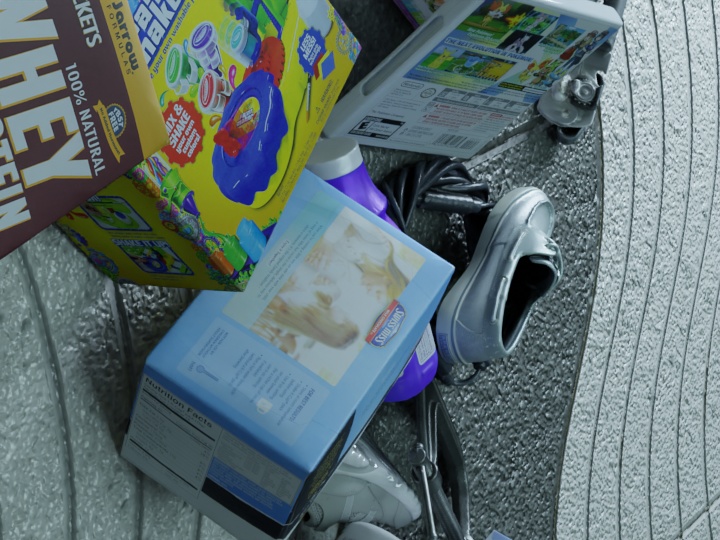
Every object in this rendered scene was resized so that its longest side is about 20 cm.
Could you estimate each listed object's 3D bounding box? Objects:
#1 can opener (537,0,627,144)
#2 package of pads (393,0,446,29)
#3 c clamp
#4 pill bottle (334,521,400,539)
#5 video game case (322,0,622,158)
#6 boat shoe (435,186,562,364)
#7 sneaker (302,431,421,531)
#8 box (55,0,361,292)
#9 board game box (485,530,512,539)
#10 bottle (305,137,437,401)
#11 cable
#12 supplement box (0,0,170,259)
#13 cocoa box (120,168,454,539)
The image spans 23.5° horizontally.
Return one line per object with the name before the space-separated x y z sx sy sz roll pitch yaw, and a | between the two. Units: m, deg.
can opener | 0.212 -0.214 1.610 0.067 0.053 0.202 89 19 -69
package of pads | 0.068 -0.260 1.377 0.200 0.075 0.121 45 60 -45
c clamp | 0.064 0.174 1.392 0.200 0.027 0.172 62 20 -57
pill bottle | -0.027 0.291 1.260 0.200 0.110 0.111 -48 130 -23
video game case | 0.089 -0.155 1.350 0.199 0.182 0.022 3 54 -53
boat shoe | 0.130 0.005 1.417 0.201 0.071 0.071 -57 137 -41
sneaker | -0.023 0.161 1.320 0.082 0.075 0.200 -45 144 5
box | -0.126 -0.124 1.092 0.193 0.121 0.201 49 56 -42
board game box | 0.067 0.293 1.316 0.037 0.151 0.200 45 82 -8
bottle | 0.000 0.000 1.304 0.065 0.083 0.202 -40 123 -43
cable | 0.073 -0.012 1.428 0.200 0.050 0.164 54 52 -40
supplement box | -0.244 -0.083 0.874 0.200 0.196 0.134 -41 125 -44
cocoa box | -0.049 0.061 1.163 0.200 0.133 0.132 -53 172 -35
